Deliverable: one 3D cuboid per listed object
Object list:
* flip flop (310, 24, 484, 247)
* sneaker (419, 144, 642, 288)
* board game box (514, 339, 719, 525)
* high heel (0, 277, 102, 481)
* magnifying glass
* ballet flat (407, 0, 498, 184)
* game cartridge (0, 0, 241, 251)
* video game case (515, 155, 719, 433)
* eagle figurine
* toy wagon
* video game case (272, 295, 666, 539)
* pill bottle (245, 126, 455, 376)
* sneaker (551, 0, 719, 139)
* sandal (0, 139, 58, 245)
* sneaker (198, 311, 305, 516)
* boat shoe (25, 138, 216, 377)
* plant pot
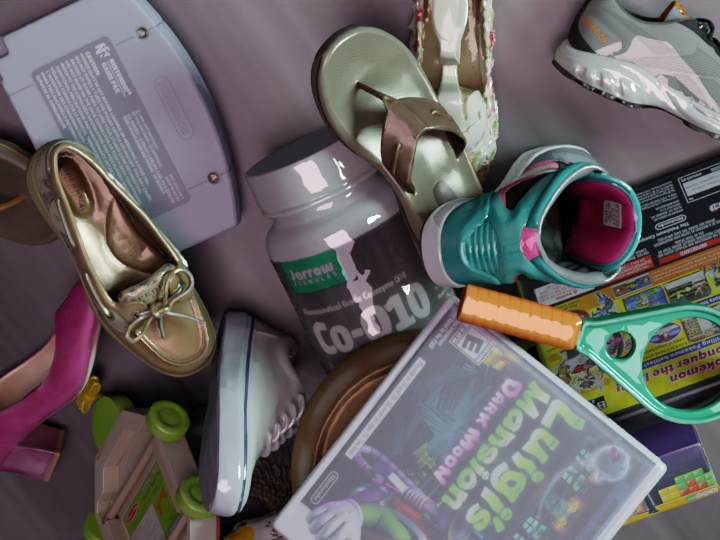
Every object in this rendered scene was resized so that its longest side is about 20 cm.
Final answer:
[{"bbox_3d":[0.040,-0.082,1.084,0.081,0.058,0.200,-40,113,-20],"label":"flip flop"},{"bbox_3d":[0.142,-0.042,1.080,0.121,0.200,0.084,0,111,39],"label":"sneaker"},{"bbox_3d":[0.139,0.119,1.157,0.200,0.165,0.057,-22,126,9],"label":"board game box"},{"bbox_3d":[-0.258,0.073,1.222,0.096,0.067,0.200,18,123,-12],"label":"high heel"},{"bbox_3d":[0.161,0.046,1.042,0.200,0.022,0.080,15,97,-3],"label":"magnifying glass"},{"bbox_3d":[0.062,-0.146,1.136,0.075,0.064,0.200,-3,107,6],"label":"ballet flat"},{"bbox_3d":[-0.173,-0.105,1.179,0.133,0.040,0.200,-22,105,14],"label":"game cartridge"},{"bbox_3d":[0.216,0.017,1.127,0.200,0.181,0.026,-21,141,10],"label":"video game case"},{"bbox_3d":[-0.057,0.187,1.222,0.151,0.200,0.152,34,74,-38],"label":"eagle figurine"},{"bbox_3d":[-0.164,0.165,1.207,0.040,0.200,0.155,0,139,-35],"label":"toy wagon"},{"bbox_3d":[0.069,0.149,1.054,0.182,0.023,0.200,39,94,13],"label":"video game case"},{"bbox_3d":[0.000,0.000,1.159,0.113,0.113,0.200,-23,104,10],"label":"pill bottle"},{"bbox_3d":[0.240,-0.139,1.123,0.200,0.074,0.079,21,102,-3],"label":"sneaker"},{"bbox_3d":[-0.308,-0.072,1.176,0.200,0.054,0.080,31,129,-4],"label":"sandal"},{"bbox_3d":[-0.074,0.100,1.154,0.071,0.200,0.073,13,127,-8],"label":"sneaker"},{"bbox_3d":[-0.171,-0.005,1.148,0.073,0.063,0.200,-40,103,-14],"label":"boat shoe"},{"bbox_3d":[0.046,0.139,1.086,0.200,0.027,0.200,-1,86,12],"label":"plant pot"}]
